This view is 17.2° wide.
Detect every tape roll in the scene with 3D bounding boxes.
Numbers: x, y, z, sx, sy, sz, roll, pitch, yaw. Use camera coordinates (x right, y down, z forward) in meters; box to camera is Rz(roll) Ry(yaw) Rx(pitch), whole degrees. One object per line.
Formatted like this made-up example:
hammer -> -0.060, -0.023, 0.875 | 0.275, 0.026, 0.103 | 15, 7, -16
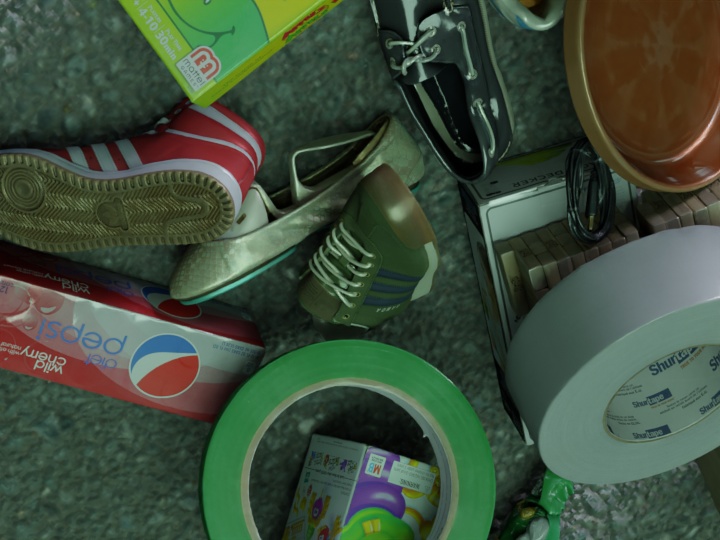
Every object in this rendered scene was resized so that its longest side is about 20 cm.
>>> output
tape roll -> -0.010, 0.147, 1.613 | 0.199, 0.048, 0.202 | 0, 86, -7
tape roll -> 0.200, 0.060, 1.616 | 0.199, 0.066, 0.201 | -17, 144, -13

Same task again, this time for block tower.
block tower -> 0.197, -0.019, 1.631 | 0.199, 0.058, 0.054 | -20, 117, -5

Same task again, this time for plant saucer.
plant saucer -> 0.204, -0.153, 1.601 | 0.200, 0.032, 0.202 | -2, 94, -42

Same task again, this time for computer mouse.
computer mouse -> 0.165, -0.115, 1.613 | 0.058, 0.034, 0.201 | 23, 74, -35

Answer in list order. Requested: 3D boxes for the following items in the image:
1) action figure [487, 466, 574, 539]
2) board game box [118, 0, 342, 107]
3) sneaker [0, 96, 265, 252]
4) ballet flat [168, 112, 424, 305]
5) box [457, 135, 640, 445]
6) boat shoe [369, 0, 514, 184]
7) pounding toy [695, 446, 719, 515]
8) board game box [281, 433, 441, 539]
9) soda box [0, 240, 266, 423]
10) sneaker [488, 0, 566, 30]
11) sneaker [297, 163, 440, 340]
action figure -> 0.096, 0.232, 1.777 | 0.055, 0.118, 0.200 | 34, 95, -13
board game box -> -0.055, -0.206, 1.525 | 0.200, 0.048, 0.102 | -37, 84, 5
sneaker -> -0.160, -0.067, 1.588 | 0.199, 0.113, 0.072 | 4, 120, 17
ballet flat -> -0.052, -0.047, 1.622 | 0.199, 0.067, 0.063 | -28, 112, -11
box -> 0.147, 0.013, 1.698 | 0.116, 0.060, 0.201 | -17, 118, -6
boat shoe -> 0.050, -0.146, 1.586 | 0.072, 0.063, 0.201 | -12, 123, 23
pounding toy -> 0.372, 0.125, 1.754 | 0.199, 0.184, 0.143 | 3, 126, -15
board game box -> 0.000, 0.230, 1.697 | 0.103, 0.105, 0.201 | 19, 84, -22
soda box -> -0.170, 0.044, 1.631 | 0.199, 0.063, 0.070 | 16, 110, -21
sneaker -> 0.102, -0.255, 1.549 | 0.076, 0.081, 0.201 | -17, 116, -4
sneaker -> 0.000, 0.000, 1.589 | 0.090, 0.200, 0.067 | -35, 75, -8
